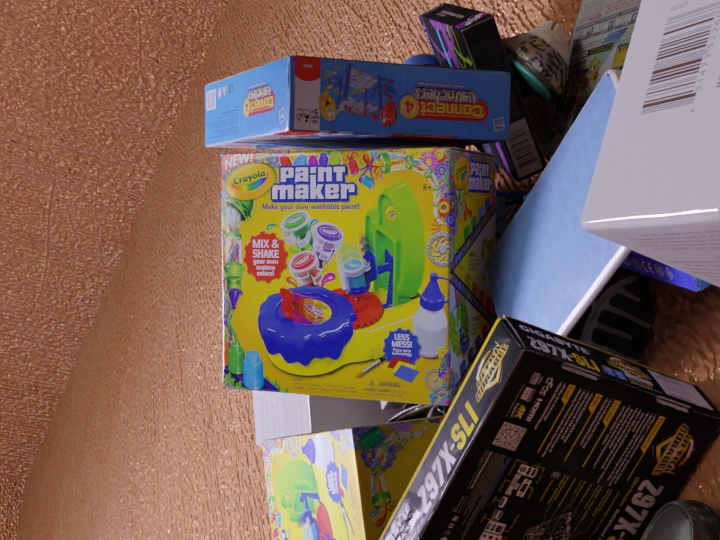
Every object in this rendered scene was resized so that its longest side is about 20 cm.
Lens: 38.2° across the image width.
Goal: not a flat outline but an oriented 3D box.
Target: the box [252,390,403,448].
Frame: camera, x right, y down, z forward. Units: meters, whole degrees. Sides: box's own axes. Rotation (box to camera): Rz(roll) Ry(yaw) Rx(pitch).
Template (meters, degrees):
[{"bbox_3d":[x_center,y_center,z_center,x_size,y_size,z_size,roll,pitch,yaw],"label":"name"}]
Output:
[{"bbox_3d":[-0.038,0.119,1.090,0.200,0.105,0.154,-175,81,-67],"label":"box"}]

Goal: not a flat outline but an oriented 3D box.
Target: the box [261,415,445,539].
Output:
[{"bbox_3d":[0.018,0.225,0.832,0.192,0.121,0.202,-25,70,62],"label":"box"}]

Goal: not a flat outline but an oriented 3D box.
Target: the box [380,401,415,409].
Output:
[{"bbox_3d":[0.026,0.030,0.986,0.042,0.038,0.202,109,155,-62],"label":"box"}]

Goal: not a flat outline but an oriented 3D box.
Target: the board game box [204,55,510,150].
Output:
[{"bbox_3d":[-0.009,-0.134,0.875,0.200,0.194,0.056,6,96,64],"label":"board game box"}]

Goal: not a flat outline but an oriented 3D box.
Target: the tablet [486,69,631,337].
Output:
[{"bbox_3d":[0.142,-0.024,0.717,0.131,0.014,0.201,-98,26,-43],"label":"tablet"}]

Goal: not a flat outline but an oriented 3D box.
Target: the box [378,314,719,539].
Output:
[{"bbox_3d":[0.118,0.145,0.681,0.201,0.159,0.049,-65,23,17],"label":"box"}]

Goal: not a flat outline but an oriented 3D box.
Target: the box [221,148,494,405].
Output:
[{"bbox_3d":[0.000,0.000,0.860,0.198,0.122,0.195,1,93,24],"label":"box"}]

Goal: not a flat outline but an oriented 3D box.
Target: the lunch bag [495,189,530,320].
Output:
[{"bbox_3d":[0.085,0.025,0.984,0.150,0.093,0.202,-179,95,-72],"label":"lunch bag"}]

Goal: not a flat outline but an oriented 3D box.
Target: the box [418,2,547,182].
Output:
[{"bbox_3d":[0.111,-0.173,0.975,0.036,0.144,0.200,-23,18,1],"label":"box"}]

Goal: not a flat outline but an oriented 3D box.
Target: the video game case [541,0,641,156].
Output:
[{"bbox_3d":[0.234,-0.190,0.866,0.200,0.022,0.184,3,75,67],"label":"video game case"}]

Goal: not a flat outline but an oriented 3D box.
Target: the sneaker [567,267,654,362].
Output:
[{"bbox_3d":[0.151,0.077,0.776,0.090,0.078,0.202,172,119,-77],"label":"sneaker"}]

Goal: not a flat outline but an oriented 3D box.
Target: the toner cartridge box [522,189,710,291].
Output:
[{"bbox_3d":[0.203,-0.046,0.726,0.095,0.043,0.200,-33,19,-11],"label":"toner cartridge box"}]

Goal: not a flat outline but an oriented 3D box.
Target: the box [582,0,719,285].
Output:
[{"bbox_3d":[0.232,-0.061,0.499,0.106,0.199,0.154,-1,71,69],"label":"box"}]

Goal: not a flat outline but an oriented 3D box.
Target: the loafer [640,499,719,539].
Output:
[{"bbox_3d":[0.161,0.231,0.624,0.073,0.072,0.202,13,83,69],"label":"loafer"}]

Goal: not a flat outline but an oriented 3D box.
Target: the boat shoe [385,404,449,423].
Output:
[{"bbox_3d":[0.083,0.142,0.894,0.200,0.064,0.074,-31,43,57],"label":"boat shoe"}]

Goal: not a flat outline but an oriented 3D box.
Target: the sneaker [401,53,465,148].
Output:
[{"bbox_3d":[0.071,-0.114,1.045,0.078,0.070,0.201,-109,5,-45],"label":"sneaker"}]

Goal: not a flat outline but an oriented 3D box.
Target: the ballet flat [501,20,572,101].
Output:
[{"bbox_3d":[0.158,-0.197,0.954,0.200,0.072,0.073,-112,44,-81],"label":"ballet flat"}]
